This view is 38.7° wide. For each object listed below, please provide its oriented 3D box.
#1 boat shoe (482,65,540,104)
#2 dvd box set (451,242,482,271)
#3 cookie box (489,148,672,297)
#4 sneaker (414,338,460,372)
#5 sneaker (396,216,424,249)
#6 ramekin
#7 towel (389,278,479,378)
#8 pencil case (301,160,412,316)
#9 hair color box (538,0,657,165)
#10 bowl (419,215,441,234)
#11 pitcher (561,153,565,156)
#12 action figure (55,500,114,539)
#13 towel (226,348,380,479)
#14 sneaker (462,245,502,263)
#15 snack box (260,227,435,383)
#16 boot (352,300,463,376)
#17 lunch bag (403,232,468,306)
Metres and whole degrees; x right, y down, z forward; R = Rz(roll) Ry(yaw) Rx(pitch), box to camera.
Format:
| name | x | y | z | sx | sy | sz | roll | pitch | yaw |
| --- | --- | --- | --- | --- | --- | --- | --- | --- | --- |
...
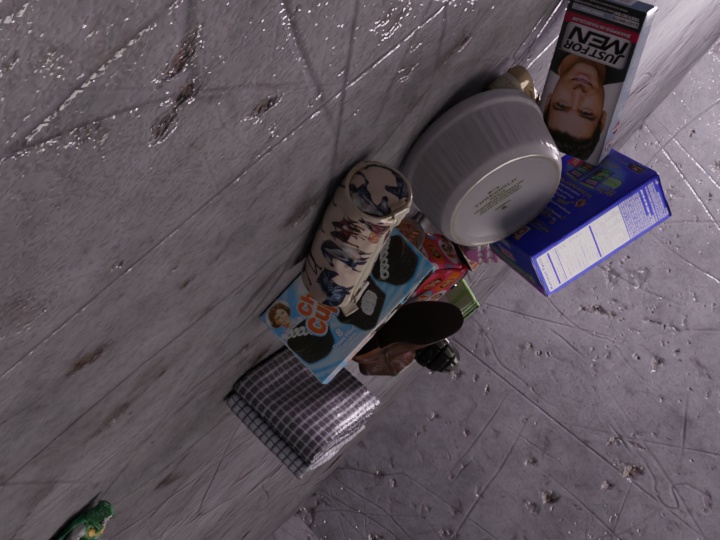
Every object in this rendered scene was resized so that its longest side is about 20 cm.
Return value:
| name | x | y | z | sx | sy | sz | roll | pitch | yaw |
| --- | --- | --- | --- | --- | --- | --- | --- | --- | --- |
| boat shoe | 0.211 | -0.219 | 1.361 | 0.065 | 0.072 | 0.200 | -45 | 164 | 6 |
| dvd box set | 0.205 | -0.117 | 1.576 | 0.200 | 0.029 | 0.147 | -42 | 125 | -14 |
| cookie box | 0.277 | -0.074 | 1.357 | 0.199 | 0.076 | 0.171 | -32 | -151 | -4 |
| sneaker | 0.090 | 0.079 | 1.652 | 0.075 | 0.200 | 0.079 | -49 | 177 | 40 |
| sneaker | 0.000 | 0.000 | 1.376 | 0.199 | 0.072 | 0.080 | -36 | 171 | -22 |
| ramekin | 0.158 | -0.117 | 1.269 | 0.200 | 0.095 | 0.203 | -22 | 148 | -14 |
| towel | 0.091 | 0.066 | 1.727 | 0.200 | 0.150 | 0.031 | -42 | 142 | 15 |
| pencil case | -0.005 | -0.036 | 1.155 | 0.078 | 0.089 | 0.201 | -37 | 165 | -35 |
| hair color box | 0.293 | -0.248 | 1.303 | 0.061 | 0.098 | 0.202 | -37 | 145 | -55 |
| bowl | 0.180 | -0.086 | 1.671 | 0.201 | 0.090 | 0.201 | -44 | 170 | -10 |
| pitcher | 0.245 | -0.122 | 1.483 | 0.199 | 0.172 | 0.122 | -31 | 161 | -23 |
| action figure | -0.383 | 0.376 | 1.329 | 0.201 | 0.055 | 0.118 | -52 | 165 | 11 |
| towel | -0.078 | 0.192 | 1.516 | 0.200 | 0.165 | 0.086 | -32 | 157 | -52 |
| sneaker | 0.242 | -0.077 | 1.555 | 0.198 | 0.089 | 0.081 | -20 | 162 | -6 |
| snack box | -0.016 | 0.029 | 1.275 | 0.200 | 0.116 | 0.037 | -46 | 169 | 2 |
| boot | 0.073 | 0.112 | 1.555 | 0.184 | 0.065 | 0.200 | -13 | 160 | 6 |
| lunch bag | 0.049 | 0.021 | 1.513 | 0.176 | 0.082 | 0.199 | -39 | 159 | 26 |
